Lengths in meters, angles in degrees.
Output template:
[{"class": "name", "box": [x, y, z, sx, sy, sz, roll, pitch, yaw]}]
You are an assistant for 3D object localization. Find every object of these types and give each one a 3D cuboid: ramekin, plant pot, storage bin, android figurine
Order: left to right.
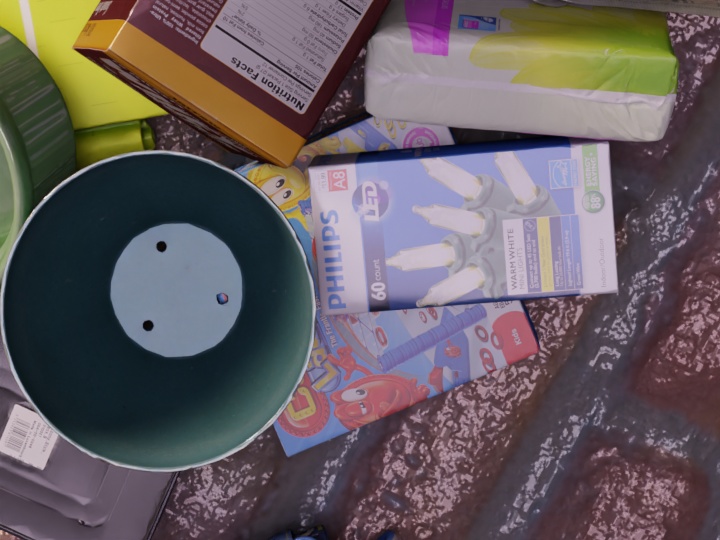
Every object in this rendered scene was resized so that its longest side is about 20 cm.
[{"class": "ramekin", "box": [-0.289, -0.079, 1.359, 0.198, 0.098, 0.202, 10, 116, 20]}, {"class": "storage bin", "box": [-0.221, 0.110, 1.423, 0.199, 0.094, 0.136, 24, 100, -2]}, {"class": "android figurine", "box": [-0.200, -0.160, 1.403, 0.198, 0.041, 0.184, -11, 99, 4]}, {"class": "plant pot", "box": [-0.127, 0.020, 1.322, 0.198, 0.135, 0.202, 0, 96, 0]}]

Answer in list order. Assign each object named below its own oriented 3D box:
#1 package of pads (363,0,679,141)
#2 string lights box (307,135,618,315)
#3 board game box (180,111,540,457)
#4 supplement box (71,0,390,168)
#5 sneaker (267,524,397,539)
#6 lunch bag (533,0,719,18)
[{"class": "package of pads", "box": [0.107, -0.142, 1.336, 0.198, 0.155, 0.069, 6, 112, 3]}, {"class": "string lights box", "box": [0.069, -0.032, 1.346, 0.198, 0.059, 0.104, -5, 101, 4]}, {"class": "board game box", "box": [0.000, 0.000, 1.413, 0.194, 0.056, 0.201, -23, 98, 6]}, {"class": "supplement box", "box": [-0.068, -0.189, 1.286, 0.132, 0.197, 0.201, 32, 88, -16]}, {"class": "sneaker", "box": [-0.059, 0.221, 1.447, 0.198, 0.074, 0.083, 3, 98, -5]}, {"class": "lunch bag", "box": [0.163, -0.261, 1.301, 0.198, 0.118, 0.165, 9, 63, 26]}]
